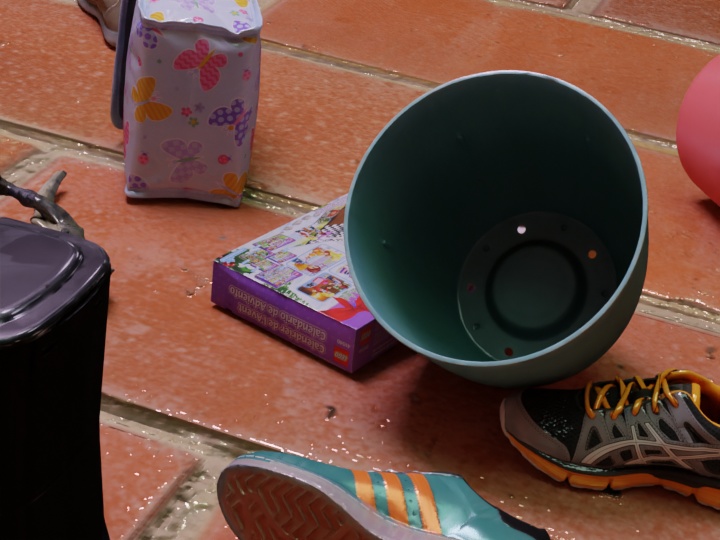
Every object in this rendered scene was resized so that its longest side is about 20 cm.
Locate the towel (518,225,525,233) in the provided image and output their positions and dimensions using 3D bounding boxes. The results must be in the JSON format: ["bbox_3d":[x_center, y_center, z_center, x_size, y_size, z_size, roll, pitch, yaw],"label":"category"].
[{"bbox_3d":[0.123,-0.078,1.264,0.189,0.033,0.199,22,22,24],"label":"towel"}]

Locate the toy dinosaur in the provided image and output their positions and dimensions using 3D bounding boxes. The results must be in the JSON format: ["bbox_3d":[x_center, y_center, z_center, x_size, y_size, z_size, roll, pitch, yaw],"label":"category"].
[{"bbox_3d":[-0.248,-0.038,1.118,0.087,0.048,0.200,18,20,-32],"label":"toy dinosaur"}]

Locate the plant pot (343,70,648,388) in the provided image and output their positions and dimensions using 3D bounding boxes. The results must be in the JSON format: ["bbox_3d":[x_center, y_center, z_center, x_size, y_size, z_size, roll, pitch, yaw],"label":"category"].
[{"bbox_3d":[0.107,-0.010,0.998,0.199,0.202,0.161,21,-11,24],"label":"plant pot"}]

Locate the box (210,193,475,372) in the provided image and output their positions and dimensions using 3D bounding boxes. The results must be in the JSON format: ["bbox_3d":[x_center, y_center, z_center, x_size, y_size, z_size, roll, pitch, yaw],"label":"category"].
[{"bbox_3d":[0.000,0.000,1.118,0.136,0.040,0.199,24,33,29],"label":"box"}]

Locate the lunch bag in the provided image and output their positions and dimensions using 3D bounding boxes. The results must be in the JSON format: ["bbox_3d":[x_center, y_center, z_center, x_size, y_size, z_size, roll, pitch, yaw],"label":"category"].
[{"bbox_3d":[-0.151,-0.176,1.262,0.125,0.171,0.201,5,32,-8],"label":"lunch bag"}]

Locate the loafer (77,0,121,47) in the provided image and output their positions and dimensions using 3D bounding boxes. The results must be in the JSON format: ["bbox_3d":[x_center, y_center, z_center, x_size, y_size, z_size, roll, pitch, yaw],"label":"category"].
[{"bbox_3d":[-0.258,-0.305,1.568,0.074,0.070,0.200,-7,32,-23],"label":"loafer"}]

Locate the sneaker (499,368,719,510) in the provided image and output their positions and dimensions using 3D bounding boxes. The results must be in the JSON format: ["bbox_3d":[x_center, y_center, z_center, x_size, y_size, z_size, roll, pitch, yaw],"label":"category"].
[{"bbox_3d":[0.190,0.098,0.950,0.197,0.078,0.079,8,31,5],"label":"sneaker"}]

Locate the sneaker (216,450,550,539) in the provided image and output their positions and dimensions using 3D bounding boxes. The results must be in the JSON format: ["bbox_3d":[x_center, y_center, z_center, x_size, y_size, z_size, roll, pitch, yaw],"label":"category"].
[{"bbox_3d":[0.016,0.148,0.836,0.198,0.072,0.080,21,27,13],"label":"sneaker"}]

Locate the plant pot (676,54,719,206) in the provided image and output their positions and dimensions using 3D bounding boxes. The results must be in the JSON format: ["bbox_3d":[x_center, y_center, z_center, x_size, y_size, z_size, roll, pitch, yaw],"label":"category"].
[{"bbox_3d":[0.382,-0.110,1.265,0.198,0.203,0.177,-7,23,-23],"label":"plant pot"}]

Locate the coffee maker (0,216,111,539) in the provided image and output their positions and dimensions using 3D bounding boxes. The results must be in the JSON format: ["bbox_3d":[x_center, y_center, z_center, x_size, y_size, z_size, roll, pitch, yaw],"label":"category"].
[{"bbox_3d":[-0.181,0.083,0.764,0.190,0.202,0.135,4,30,-6],"label":"coffee maker"}]
